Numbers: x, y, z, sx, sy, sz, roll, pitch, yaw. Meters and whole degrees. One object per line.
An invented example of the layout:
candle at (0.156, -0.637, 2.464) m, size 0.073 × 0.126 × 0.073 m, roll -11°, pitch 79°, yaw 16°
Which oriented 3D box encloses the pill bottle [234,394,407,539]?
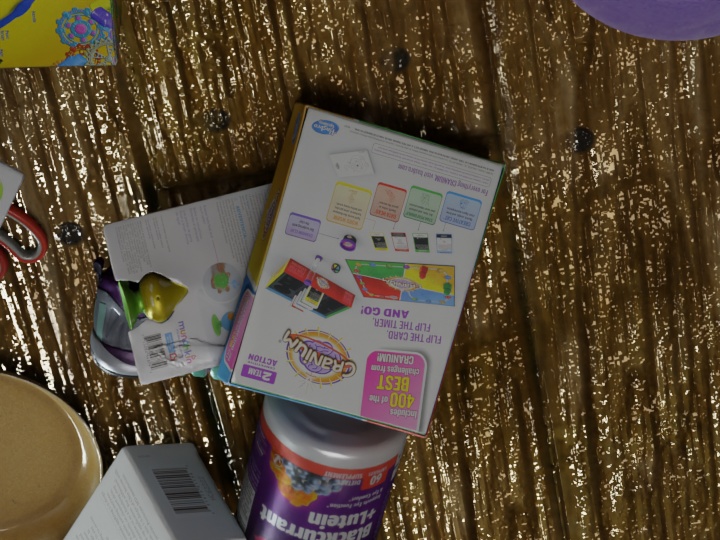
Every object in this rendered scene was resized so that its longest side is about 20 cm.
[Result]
pill bottle at (-0.036, 0.175, 1.833) m, size 0.111 × 0.112 × 0.201 m, roll 8°, pitch 127°, yaw -9°

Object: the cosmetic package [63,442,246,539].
cosmetic package at (-0.178, 0.237, 1.867) m, size 0.071 × 0.102 × 0.200 m, roll 1°, pitch 136°, yaw -42°

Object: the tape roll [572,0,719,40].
tape roll at (0.205, -0.253, 1.535) m, size 0.199 × 0.085 × 0.201 m, roll -2°, pitch 128°, yaw -3°

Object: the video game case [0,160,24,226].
video game case at (-0.329, -0.086, 1.568) m, size 0.181 × 0.200 × 0.046 m, roll 28°, pitch 84°, yaw -21°

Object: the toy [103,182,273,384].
toy at (-0.076, 0.000, 1.710) m, size 0.199 × 0.047 × 0.116 m, roll -15°, pitch 96°, yaw -14°

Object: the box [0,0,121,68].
box at (-0.249, -0.239, 1.494) m, size 0.191 × 0.122 × 0.201 m, roll -1°, pitch 127°, yaw -2°

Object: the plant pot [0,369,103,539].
plant pot at (-0.296, 0.145, 1.848) m, size 0.199 × 0.028 × 0.201 m, roll -2°, pitch 127°, yaw -2°

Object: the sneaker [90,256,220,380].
sneaker at (-0.097, 0.030, 1.745) m, size 0.199 × 0.075 × 0.088 m, roll -2°, pitch 117°, yaw -6°

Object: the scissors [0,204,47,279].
scissors at (-0.309, -0.058, 1.701) m, size 0.073 × 0.014 × 0.200 m, roll -35°, pitch 121°, yaw 25°

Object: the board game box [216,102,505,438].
board game box at (0.000, 0.000, 1.680) m, size 0.152 × 0.040 × 0.201 m, roll 16°, pitch 92°, yaw -15°
